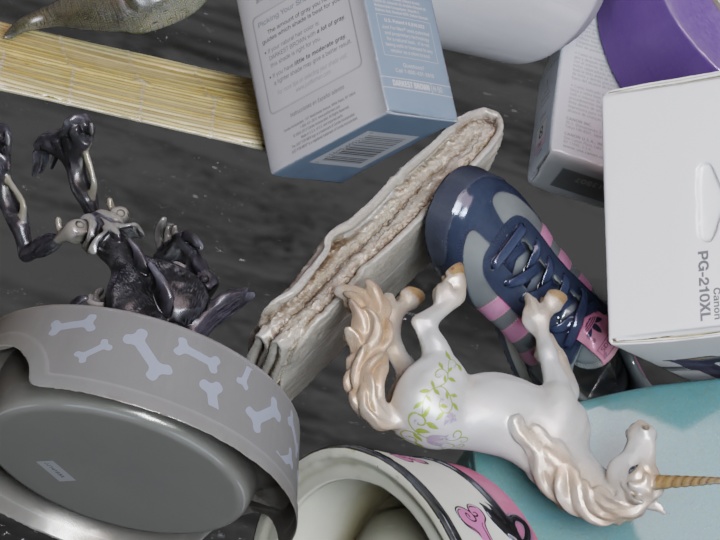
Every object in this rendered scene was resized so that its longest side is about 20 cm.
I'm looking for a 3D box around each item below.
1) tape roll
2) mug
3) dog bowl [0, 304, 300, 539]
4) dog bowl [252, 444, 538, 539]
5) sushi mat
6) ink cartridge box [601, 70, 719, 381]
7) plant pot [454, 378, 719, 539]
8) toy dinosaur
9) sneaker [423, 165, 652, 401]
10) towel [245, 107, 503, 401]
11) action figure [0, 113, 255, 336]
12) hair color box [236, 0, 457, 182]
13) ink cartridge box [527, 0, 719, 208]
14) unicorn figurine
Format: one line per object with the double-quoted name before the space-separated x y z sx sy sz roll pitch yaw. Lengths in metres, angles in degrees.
"tape roll" 0.251 -0.161 1.666 0.200 0.085 0.200 9 61 -16
"mug" 0.075 -0.210 1.622 0.153 0.149 0.187 20 92 -40
"dog bowl" -0.123 0.086 1.421 0.200 0.200 0.059 21 60 -9
"dog bowl" 0.027 0.187 1.439 0.074 0.200 0.200 -6 70 -38
"sushi mat" -0.130 -0.106 1.570 0.200 0.012 0.096 12 23 -14
"ink cartridge box" 0.208 -0.015 1.528 0.084 0.200 0.145 -7 76 25
"plant pot" 0.154 0.146 1.528 0.200 0.141 0.141 -2 69 -10
"toy dinosaur" -0.118 -0.184 1.590 0.102 0.077 0.200 46 54 10
"sneaker" 0.107 0.014 1.529 0.082 0.200 0.070 23 72 41
"towel" 0.000 0.000 1.534 0.034 0.133 0.200 41 61 8
"action figure" -0.138 0.007 1.505 0.119 0.102 0.200 -23 62 -27
"hair color box" -0.017 -0.161 1.535 0.061 0.099 0.200 4 68 -45
"ink cartridge box" 0.196 -0.122 1.702 0.162 0.057 0.200 17 55 -11
"unicorn figurine" 0.083 0.069 1.441 0.200 0.074 0.137 3 53 -3
